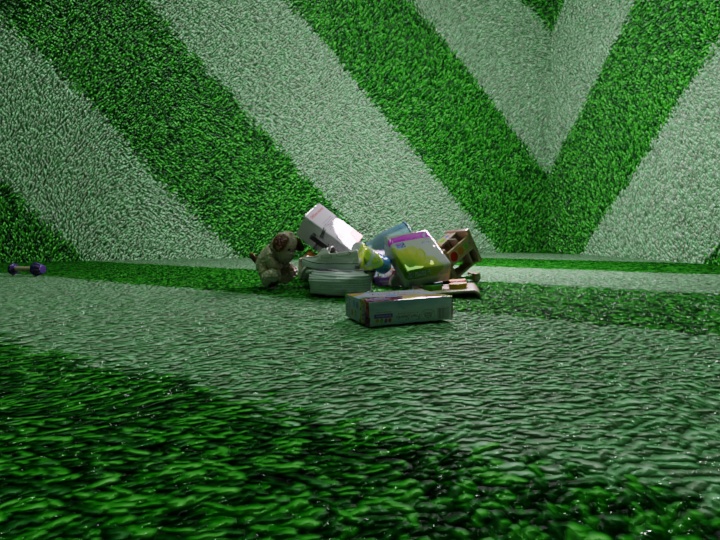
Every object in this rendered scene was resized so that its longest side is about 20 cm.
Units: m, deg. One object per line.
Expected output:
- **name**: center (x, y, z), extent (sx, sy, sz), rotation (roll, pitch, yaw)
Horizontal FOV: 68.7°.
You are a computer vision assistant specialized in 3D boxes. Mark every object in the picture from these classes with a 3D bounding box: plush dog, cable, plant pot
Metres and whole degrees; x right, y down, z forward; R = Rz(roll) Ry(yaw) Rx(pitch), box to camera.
- **plush dog**: center (-0.272, -0.057, 1.753), extent (0.160, 0.173, 0.199), rotation (44, 14, 10)
- **cable**: center (-0.059, 0.034, 1.559), extent (0.192, 0.072, 0.199), rotation (0, 5, -18)
- **plant pot**: center (0.114, -0.066, 2.073), extent (0.181, 0.208, 0.200), rotation (-15, 7, -9)

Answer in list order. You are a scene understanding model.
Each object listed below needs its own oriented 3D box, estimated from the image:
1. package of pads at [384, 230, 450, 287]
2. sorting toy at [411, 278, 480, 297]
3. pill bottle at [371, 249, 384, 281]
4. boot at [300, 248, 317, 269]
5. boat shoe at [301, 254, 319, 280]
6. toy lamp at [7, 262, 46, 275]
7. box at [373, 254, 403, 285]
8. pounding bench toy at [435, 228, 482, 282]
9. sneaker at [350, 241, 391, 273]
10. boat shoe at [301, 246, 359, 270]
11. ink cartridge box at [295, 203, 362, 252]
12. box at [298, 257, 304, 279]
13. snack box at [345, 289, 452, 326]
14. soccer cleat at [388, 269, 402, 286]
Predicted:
- **package of pads**: center (0.172, -0.037, 1.588), extent (0.148, 0.070, 0.202), rotation (-8, 38, -15)
- **sorting toy**: center (0.252, 0.049, 1.552), extent (0.192, 0.038, 0.185), rotation (1, 5, 10)
- **pill bottle**: center (0.065, -0.018, 1.904), extent (0.194, 0.116, 0.109), rotation (-4, 5, -35)
- **boot**: center (-0.124, -0.020, 1.788), extent (0.144, 0.071, 0.201), rotation (43, 16, 3)
- **boat shoe**: center (-0.140, -0.024, 1.914), extent (0.197, 0.072, 0.063), rotation (-28, 30, 39)
- **toy lamp**: center (-1.440, -0.005, 2.277), extent (0.192, 0.061, 0.058), rotation (-2, 4, 22)
- **box**: center (0.136, -0.026, 1.790), extent (0.132, 0.040, 0.202), rotation (-2, 38, 26)
- **pounding bench toy**: center (0.332, -0.014, 1.851), extent (0.154, 0.204, 0.123), rotation (-37, 18, -23)
- **sneaker**: center (0.032, -0.028, 1.603), extent (0.102, 0.078, 0.200), rotation (24, 5, -23)
- **boat shoe**: center (-0.091, -0.039, 1.570), extent (0.194, 0.069, 0.071), rotation (4, 6, 32)
- **ink cartridge box**: center (-0.106, -0.121, 1.807), extent (0.197, 0.085, 0.145), rotation (37, 30, 0)
- **box**: center (-0.138, -0.008, 2.016), extent (0.191, 0.086, 0.068), rotation (-1, 4, 9)
- **snack box**: center (0.079, 0.076, 1.120), extent (0.192, 0.055, 0.141), rotation (-2, 4, -22)
- **soccer cleat**: center (0.175, 0.005, 1.652), extent (0.195, 0.070, 0.085), rotation (-26, 55, -27)
